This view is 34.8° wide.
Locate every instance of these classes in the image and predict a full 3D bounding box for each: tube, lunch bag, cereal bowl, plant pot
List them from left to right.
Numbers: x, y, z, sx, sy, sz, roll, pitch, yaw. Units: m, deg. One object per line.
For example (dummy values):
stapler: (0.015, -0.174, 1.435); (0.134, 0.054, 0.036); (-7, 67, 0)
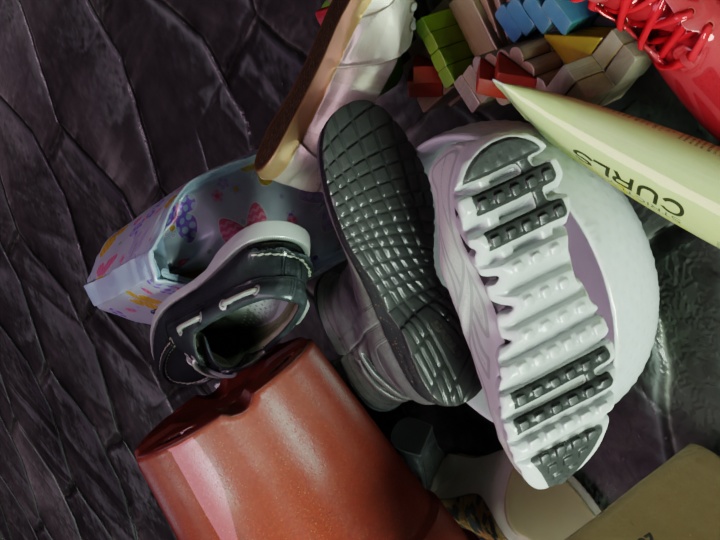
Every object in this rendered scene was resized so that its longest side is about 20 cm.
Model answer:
lunch bag: (-0.109, -0.018, 0.921); (0.169, 0.199, 0.128); (-21, 92, 58)
plant pot: (-0.046, 0.166, 0.808); (0.196, 0.200, 0.200); (58, 149, -7)
cereal bowl: (0.108, -0.002, 0.716); (0.200, 0.083, 0.202); (35, 137, 41)
tube: (0.161, -0.047, 0.589); (0.199, 0.052, 0.058); (30, 142, 22)

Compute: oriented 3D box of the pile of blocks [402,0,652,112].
pile of blocks: (0.081, -0.134, 0.690); (0.199, 0.062, 0.083); (10, 119, 53)

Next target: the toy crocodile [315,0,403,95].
toy crocodile: (-0.015, -0.213, 0.783); (0.067, 0.061, 0.202); (2, 112, 55)

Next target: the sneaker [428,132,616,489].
sneaker: (0.085, 0.021, 0.634); (0.081, 0.075, 0.202); (18, 124, 66)

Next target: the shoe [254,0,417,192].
shoe: (-0.001, -0.139, 0.736); (0.201, 0.053, 0.070); (-59, 17, 19)

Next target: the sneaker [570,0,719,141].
sneaker: (0.129, -0.132, 0.569); (0.201, 0.115, 0.078); (59, 148, 12)

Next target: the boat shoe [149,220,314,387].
boat shoe: (-0.096, 0.041, 0.802); (0.200, 0.075, 0.061); (-50, 37, 48)

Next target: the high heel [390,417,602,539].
high heel: (0.119, 0.186, 0.874); (0.199, 0.072, 0.143); (26, 159, 26)

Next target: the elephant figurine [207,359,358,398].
elephant figurine: (-0.056, 0.134, 0.982); (0.142, 0.154, 0.201); (55, 155, 32)

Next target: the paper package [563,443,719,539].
paper package: (0.187, 0.214, 0.617); (0.190, 0.199, 0.104); (32, 138, 39)

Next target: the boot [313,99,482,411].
boot: (0.000, 0.000, 0.744); (0.131, 0.069, 0.202); (-13, 95, 64)
